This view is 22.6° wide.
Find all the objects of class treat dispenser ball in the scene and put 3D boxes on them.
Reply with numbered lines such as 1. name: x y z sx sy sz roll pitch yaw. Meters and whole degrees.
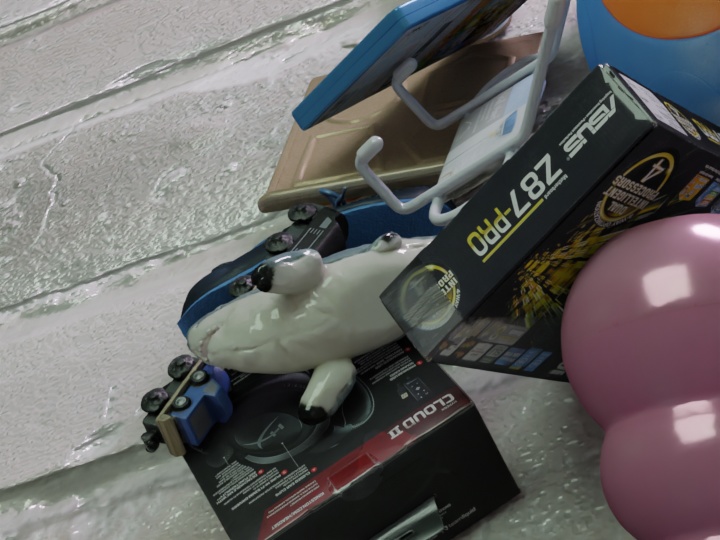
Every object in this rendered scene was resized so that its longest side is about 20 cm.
1. treat dispenser ball: 0.228 -0.159 1.062 0.200 0.201 0.201 -20 34 14

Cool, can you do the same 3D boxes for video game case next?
1. video game case: 0.058 -0.167 1.212 0.200 0.018 0.143 -31 -5 -38

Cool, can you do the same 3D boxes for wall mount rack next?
1. wall mount rack: 0.083 -0.119 1.108 0.173 0.075 0.200 -33 19 29

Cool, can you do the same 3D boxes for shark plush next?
1. shark plush: 0.000 0.000 1.006 0.200 0.091 0.083 -36 16 -19

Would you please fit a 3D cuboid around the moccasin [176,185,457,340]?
1. moccasin: -0.031 -0.013 1.175 0.199 0.081 0.068 -19 25 11

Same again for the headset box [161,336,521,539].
1. headset box: -0.016 0.102 1.015 0.149 0.077 0.200 -34 34 -6

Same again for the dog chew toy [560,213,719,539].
1. dog chew toy: 0.163 0.078 0.842 0.124 0.124 0.201 -14 73 22

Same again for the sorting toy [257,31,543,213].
1. sorting toy: 0.036 -0.100 1.264 0.184 0.037 0.200 -9 29 19

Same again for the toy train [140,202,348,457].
1. toy train: -0.063 0.033 1.047 0.046 0.034 0.200 12 49 31

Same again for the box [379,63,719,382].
1. box: 0.119 -0.016 0.925 0.161 0.200 0.049 -44 64 17

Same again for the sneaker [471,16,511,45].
1. sneaker: 0.058 -0.264 1.409 0.071 0.113 0.200 -28 33 2
